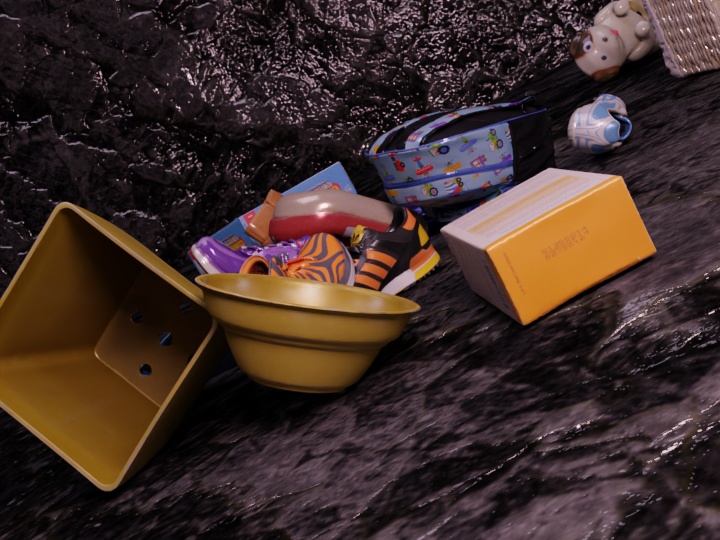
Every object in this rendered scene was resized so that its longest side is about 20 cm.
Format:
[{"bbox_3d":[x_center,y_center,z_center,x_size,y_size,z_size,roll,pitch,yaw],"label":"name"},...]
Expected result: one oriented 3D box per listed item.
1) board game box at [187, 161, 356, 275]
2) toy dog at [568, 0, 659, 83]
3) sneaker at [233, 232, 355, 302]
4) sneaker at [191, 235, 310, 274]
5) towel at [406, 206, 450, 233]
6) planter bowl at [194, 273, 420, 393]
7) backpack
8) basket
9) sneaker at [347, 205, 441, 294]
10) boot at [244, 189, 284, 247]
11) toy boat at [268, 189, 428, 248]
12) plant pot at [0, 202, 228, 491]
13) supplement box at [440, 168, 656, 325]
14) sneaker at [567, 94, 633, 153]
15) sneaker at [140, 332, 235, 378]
[{"bbox_3d":[-0.134,-0.072,1.552,0.200,0.056,0.196,-33,5,-33],"label":"board game box"},{"bbox_3d":[0.500,-0.457,2.040,0.200,0.140,0.194,-35,-2,-36],"label":"toy dog"},{"bbox_3d":[-0.070,0.008,1.062,0.077,0.112,0.201,-25,34,26],"label":"sneaker"},{"bbox_3d":[-0.097,-0.009,1.186,0.084,0.199,0.081,-69,23,14],"label":"sneaker"},{"bbox_3d":[0.121,-0.100,1.499,0.147,0.050,0.200,-19,15,31],"label":"towel"},{"bbox_3d":[-0.051,0.058,0.908,0.199,0.084,0.200,8,5,-1],"label":"planter bowl"},{"bbox_3d":[0.114,-0.125,1.224,0.199,0.135,0.182,-22,14,-40],"label":"backpack"},{"bbox_3d":[0.541,-0.413,1.510,0.198,0.201,0.161,-30,15,-10],"label":"basket"},{"bbox_3d":[0.000,0.000,1.161,0.200,0.090,0.070,-34,11,-33],"label":"sneaker"},{"bbox_3d":[-0.060,-0.064,1.403,0.074,0.154,0.200,-59,0,32],"label":"boot"},{"bbox_3d":[-0.020,-0.026,1.285,0.199,0.131,0.130,13,-4,-23],"label":"toy boat"},{"bbox_3d":[-0.235,0.072,1.043,0.200,0.200,0.176,-57,-12,7],"label":"plant pot"},{"bbox_3d":[0.156,-0.027,0.901,0.126,0.074,0.200,-29,9,-1],"label":"supplement box"},{"bbox_3d":[0.327,-0.190,1.354,0.072,0.072,0.200,14,20,21],"label":"sneaker"},{"bbox_3d":[-0.206,0.102,1.193,0.200,0.077,0.081,-36,11,11],"label":"sneaker"}]
